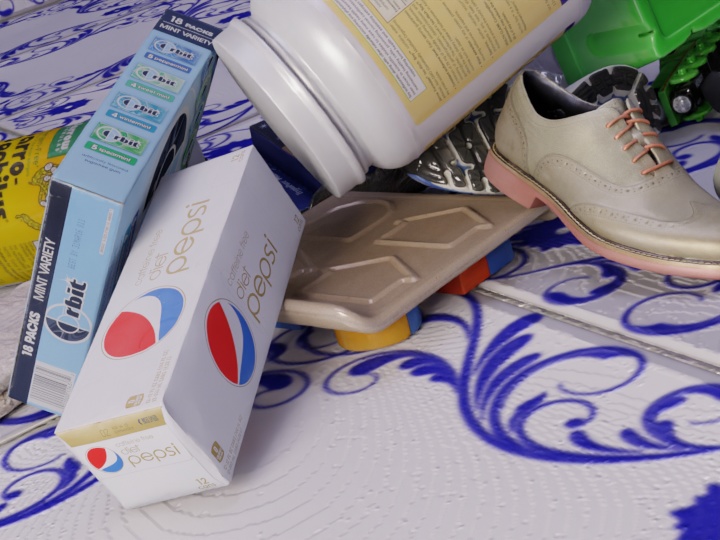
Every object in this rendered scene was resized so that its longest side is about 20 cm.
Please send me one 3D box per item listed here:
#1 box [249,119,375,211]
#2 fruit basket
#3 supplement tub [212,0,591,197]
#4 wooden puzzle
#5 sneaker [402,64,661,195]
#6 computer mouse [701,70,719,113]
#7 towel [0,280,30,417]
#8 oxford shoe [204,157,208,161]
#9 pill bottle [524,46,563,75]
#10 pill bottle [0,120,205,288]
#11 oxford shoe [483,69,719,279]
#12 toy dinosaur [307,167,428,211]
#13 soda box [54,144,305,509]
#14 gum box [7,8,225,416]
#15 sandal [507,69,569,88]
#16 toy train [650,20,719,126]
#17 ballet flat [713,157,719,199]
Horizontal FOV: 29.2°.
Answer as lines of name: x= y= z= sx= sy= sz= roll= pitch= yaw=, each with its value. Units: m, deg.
box: x=-0.005 y=-0.112 z=1.133 sx=0.199 sy=0.033 sz=0.121 roll=-26 pitch=34 yaw=-21
fruit basket: x=0.200 y=-0.243 z=1.037 sx=0.215 sy=0.156 sz=0.216 roll=-25 pitch=19 yaw=9
supplement tub: x=0.025 y=-0.154 z=0.840 sx=0.200 sy=0.146 sz=0.145 roll=-40 pitch=23 yaw=-4
wooden puzzle: x=0.000 y=0.000 z=0.857 sx=0.185 sy=0.046 sz=0.200 roll=5 pitch=25 yaw=44
sneaker: x=0.110 y=-0.086 z=0.953 sx=0.199 sy=0.079 sz=0.089 roll=-11 pitch=-8 yaw=-29
computer mouse: x=0.318 y=-0.111 z=0.922 sx=0.058 sy=0.034 sz=0.200 roll=-7 pitch=15 yaw=-42
towel: x=-0.243 y=0.056 z=0.907 sx=0.132 sy=0.035 sz=0.200 roll=0 pitch=26 yaw=39
oxford shoe: x=-0.161 y=-0.073 z=1.162 sx=0.071 sy=0.071 sz=0.200 roll=-53 pitch=33 yaw=-9
pill bottle: x=0.147 y=-0.212 z=1.187 sx=0.111 sy=0.111 sz=0.200 roll=-23 pitch=21 yaw=-17
pill bottle: x=-0.222 y=-0.054 z=1.062 sx=0.199 sy=0.113 sz=0.113 roll=-10 pitch=21 yaw=16
oxford shoe: x=0.148 y=-0.056 z=0.787 sx=0.071 sy=0.074 sz=0.200 roll=-18 pitch=36 yaw=-40
toy dinosaur: x=0.042 y=-0.093 z=0.999 sx=0.077 sy=0.200 sz=0.102 roll=38 pitch=9 yaw=35
soda box: x=-0.089 y=0.025 z=0.732 sx=0.068 sy=0.064 sz=0.200 roll=-17 pitch=37 yaw=26
gum box: x=-0.147 y=-0.038 z=0.842 sx=0.044 sy=0.170 sz=0.200 roll=20 pitch=38 yaw=-2
sandal: x=0.074 y=-0.122 z=1.071 sx=0.202 sy=0.083 sz=0.050 roll=13 pitch=-12 yaw=19
toy train: x=0.258 y=-0.158 z=1.070 sx=0.056 sy=0.042 sz=0.200 roll=-15 pitch=18 yaw=33
ballet flat: x=0.299 y=-0.068 z=0.767 sx=0.199 sy=0.068 sz=0.064 roll=-14 pitch=27 yaw=6
